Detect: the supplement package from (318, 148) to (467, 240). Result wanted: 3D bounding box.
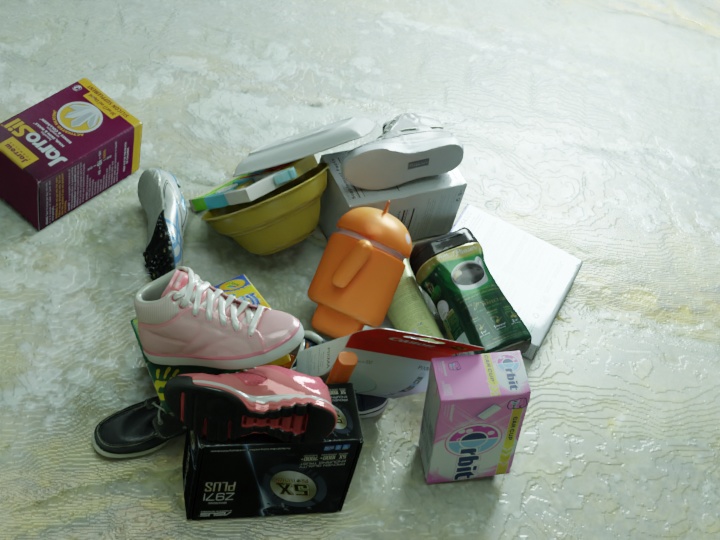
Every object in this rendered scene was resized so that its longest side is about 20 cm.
[{"bbox_3d":[0.039,-0.114,1.907,0.198,0.110,0.114,-12,53,-23],"label":"supplement package"}]

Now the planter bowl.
[{"bbox_3d":[-0.122,-0.077,1.824,0.199,0.199,0.084,-30,104,-33],"label":"planter bowl"}]

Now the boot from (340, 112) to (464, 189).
[{"bbox_3d":[0.047,-0.178,1.854,0.198,0.074,0.096,-8,41,-26],"label":"boot"}]

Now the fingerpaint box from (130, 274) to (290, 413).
[{"bbox_3d":[-0.193,0.086,1.601,0.165,0.074,0.200,-22,18,-9],"label":"fingerpaint box"}]

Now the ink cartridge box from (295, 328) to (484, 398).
[{"bbox_3d":[0.035,0.118,1.586,0.159,0.199,0.048,12,73,-31],"label":"ink cartridge box"}]

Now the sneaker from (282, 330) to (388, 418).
[{"bbox_3d":[-0.053,0.136,1.687,0.198,0.080,0.079,14,46,-4],"label":"sneaker"}]

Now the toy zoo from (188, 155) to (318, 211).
[{"bbox_3d":[-0.148,-0.128,1.839,0.131,0.199,0.021,-31,105,-34],"label":"toy zoo"}]

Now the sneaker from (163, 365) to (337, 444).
[{"bbox_3d":[-0.126,0.145,1.456,0.198,0.074,0.087,10,32,-10],"label":"sneaker"}]

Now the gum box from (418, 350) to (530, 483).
[{"bbox_3d":[0.140,0.191,1.609,0.112,0.201,0.067,-4,50,-8],"label":"gum box"}]

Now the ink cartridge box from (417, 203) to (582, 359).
[{"bbox_3d":[0.206,0.014,1.883,0.198,0.044,0.197,26,50,11],"label":"ink cartridge box"}]

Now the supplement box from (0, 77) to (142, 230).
[{"bbox_3d":[-0.432,-0.172,1.844,0.130,0.104,0.200,37,51,18],"label":"supplement box"}]

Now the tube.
[{"bbox_3d":[0.067,0.054,1.807,0.057,0.052,0.201,-9,52,-27],"label":"tube"}]

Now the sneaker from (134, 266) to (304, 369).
[{"bbox_3d":[-0.168,0.050,1.444,0.198,0.106,0.076,-2,33,17],"label":"sneaker"}]

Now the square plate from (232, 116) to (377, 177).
[{"bbox_3d":[-0.079,-0.186,1.858,0.198,0.029,0.198,-16,9,9],"label":"square plate"}]

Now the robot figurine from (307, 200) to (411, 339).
[{"bbox_3d":[0.000,0.000,1.757,0.116,0.202,0.143,19,-6,45],"label":"robot figurine"}]

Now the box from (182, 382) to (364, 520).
[{"bbox_3d":[-0.110,0.219,1.539,0.197,0.165,0.087,0,49,-15],"label":"box"}]

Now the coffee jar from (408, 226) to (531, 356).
[{"bbox_3d":[0.149,0.040,1.769,0.103,0.086,0.201,-18,67,-21],"label":"coffee jar"}]

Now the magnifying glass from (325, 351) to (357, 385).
[{"bbox_3d":[-0.040,0.160,1.584,0.079,0.201,0.023,2,57,-16],"label":"magnifying glass"}]

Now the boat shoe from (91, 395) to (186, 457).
[{"bbox_3d":[-0.245,0.177,1.609,0.198,0.068,0.072,-16,56,-24],"label":"boat shoe"}]

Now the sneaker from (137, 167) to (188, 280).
[{"bbox_3d":[-0.272,-0.060,1.813,0.072,0.072,0.202,16,48,-37],"label":"sneaker"}]
